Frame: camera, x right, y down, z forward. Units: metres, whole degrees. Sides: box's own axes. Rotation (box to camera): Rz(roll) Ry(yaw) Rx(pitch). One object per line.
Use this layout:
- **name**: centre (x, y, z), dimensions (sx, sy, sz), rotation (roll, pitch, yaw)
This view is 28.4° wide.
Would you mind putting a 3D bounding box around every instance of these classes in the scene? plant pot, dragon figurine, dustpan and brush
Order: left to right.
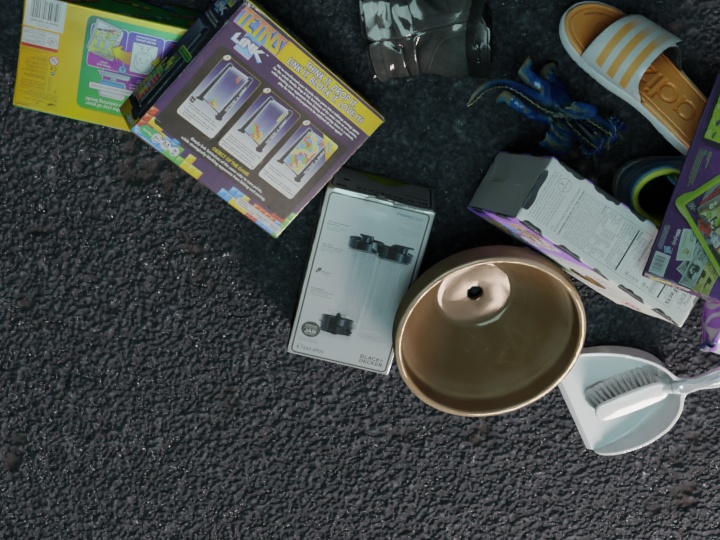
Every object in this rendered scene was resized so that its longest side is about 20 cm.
- **plant pot**: centre (0.126, 0.047, 1.477), dimensions (0.200, 0.093, 0.202), rotation (-4, 123, -7)
- **dragon figurine**: centre (0.186, -0.151, 1.357), dimensions (0.099, 0.200, 0.059), rotation (47, 113, 22)
- **dustpan and brush**: centre (0.319, 0.128, 1.537), dimensions (0.199, 0.057, 0.140), rotation (-21, 114, 13)

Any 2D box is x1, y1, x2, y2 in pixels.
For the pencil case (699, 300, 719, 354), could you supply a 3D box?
- **pencil case**: centre (0.453, 0.060, 1.482), dimensions (0.199, 0.084, 0.086), rotation (11, 148, -4)

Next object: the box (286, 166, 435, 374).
- **box**: centre (0.000, 0.000, 1.486), dimensions (0.116, 0.060, 0.201), rotation (12, 118, -4)

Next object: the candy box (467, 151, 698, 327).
- **candy box**: centre (0.222, -0.034, 1.393), dimensions (0.200, 0.168, 0.072), rotation (32, 89, -13)

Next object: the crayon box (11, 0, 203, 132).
- **crayon box**: centre (-0.232, -0.203, 1.393), dimensions (0.199, 0.058, 0.119), rotation (12, 117, -4)

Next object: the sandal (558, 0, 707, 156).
- **sandal**: centre (0.282, -0.189, 1.339), dimensions (0.207, 0.079, 0.059), rotation (42, 156, 2)

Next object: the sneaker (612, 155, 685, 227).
- **sneaker**: centre (0.351, -0.077, 1.386), dimensions (0.199, 0.131, 0.080), rotation (-9, 101, 7)

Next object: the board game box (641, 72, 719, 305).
- **board game box**: centre (0.348, -0.068, 1.304), dimensions (0.120, 0.032, 0.201), rotation (21, 85, 11)

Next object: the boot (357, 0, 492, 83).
- **boot**: centre (0.058, -0.271, 1.343), dimensions (0.131, 0.070, 0.201), rotation (1, 113, 8)

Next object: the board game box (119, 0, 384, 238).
- **board game box**: centre (-0.102, -0.151, 1.367), dimensions (0.165, 0.057, 0.200), rotation (-47, 125, 8)
